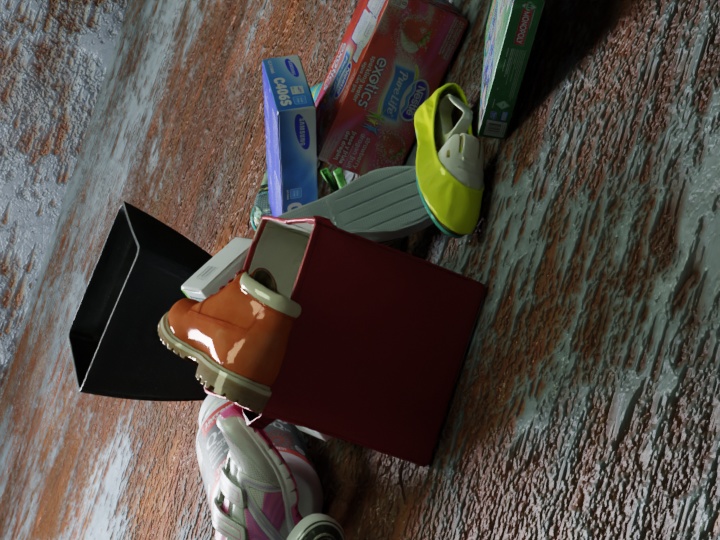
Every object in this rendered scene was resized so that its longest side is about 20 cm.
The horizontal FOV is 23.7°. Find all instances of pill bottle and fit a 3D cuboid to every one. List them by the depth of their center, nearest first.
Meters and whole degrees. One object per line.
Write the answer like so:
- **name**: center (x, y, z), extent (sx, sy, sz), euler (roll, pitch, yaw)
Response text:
- **pill bottle**: center (-0.111, 0.198, 1.788), extent (0.117, 0.115, 0.200), euler (-64, 21, 15)

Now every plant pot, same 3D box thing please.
- **plant pot**: center (-0.253, 0.058, 2.200), extent (0.201, 0.176, 0.200), euler (-65, 22, 12)

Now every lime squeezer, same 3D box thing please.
- **lime squeezer**: center (-0.014, -0.079, 1.861), extent (0.200, 0.037, 0.072), euler (-143, 42, -85)

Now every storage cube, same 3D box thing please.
- **storage cube**: center (-0.018, 0.064, 1.581), extent (0.171, 0.178, 0.202), euler (6, 78, 69)

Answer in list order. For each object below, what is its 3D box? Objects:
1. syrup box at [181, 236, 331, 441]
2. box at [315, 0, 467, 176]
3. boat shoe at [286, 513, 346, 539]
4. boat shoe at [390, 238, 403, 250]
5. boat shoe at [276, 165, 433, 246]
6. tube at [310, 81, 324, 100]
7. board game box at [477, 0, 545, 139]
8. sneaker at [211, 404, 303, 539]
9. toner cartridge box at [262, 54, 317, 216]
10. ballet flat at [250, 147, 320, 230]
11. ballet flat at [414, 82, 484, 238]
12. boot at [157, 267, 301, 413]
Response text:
- **syrup box**: center (-0.079, 0.068, 1.695), extent (0.081, 0.201, 0.079), euler (-42, 16, -14)
- **box**: center (0.024, -0.207, 1.841), extent (0.202, 0.095, 0.100), euler (-65, 20, 16)
- **boat shoe**: center (-0.045, 0.327, 1.576), extent (0.064, 0.070, 0.203), euler (-177, 98, -70)
- **boat shoe**: center (0.000, 0.000, 1.765), extent (0.076, 0.071, 0.202), euler (113, 168, -59)
- **boat shoe**: center (-0.002, -0.049, 1.701), extent (0.062, 0.198, 0.073), euler (56, -161, -66)
- **tube**: center (-0.005, -0.209, 2.004), extent (0.199, 0.050, 0.078), euler (-13, 66, 60)
- **board game box**: center (0.140, -0.234, 1.564), extent (0.201, 0.029, 0.136), euler (101, 177, -58)
- **sneaker**: center (-0.103, 0.225, 1.636), extent (0.081, 0.087, 0.202), euler (-138, 27, -68)
- **toner cartridge box**: center (-0.075, -0.122, 1.856), extent (0.096, 0.043, 0.202), euler (-109, 14, -45)
- **ballet flat**: center (-0.082, -0.116, 2.089), extent (0.074, 0.074, 0.201), euler (-51, 21, 41)
- **ballet flat**: center (0.088, -0.114, 1.640), extent (0.067, 0.066, 0.201), euler (-53, 24, 29)
- **boot**: center (-0.110, 0.043, 1.490), extent (0.200, 0.074, 0.108), euler (28, 95, 61)
